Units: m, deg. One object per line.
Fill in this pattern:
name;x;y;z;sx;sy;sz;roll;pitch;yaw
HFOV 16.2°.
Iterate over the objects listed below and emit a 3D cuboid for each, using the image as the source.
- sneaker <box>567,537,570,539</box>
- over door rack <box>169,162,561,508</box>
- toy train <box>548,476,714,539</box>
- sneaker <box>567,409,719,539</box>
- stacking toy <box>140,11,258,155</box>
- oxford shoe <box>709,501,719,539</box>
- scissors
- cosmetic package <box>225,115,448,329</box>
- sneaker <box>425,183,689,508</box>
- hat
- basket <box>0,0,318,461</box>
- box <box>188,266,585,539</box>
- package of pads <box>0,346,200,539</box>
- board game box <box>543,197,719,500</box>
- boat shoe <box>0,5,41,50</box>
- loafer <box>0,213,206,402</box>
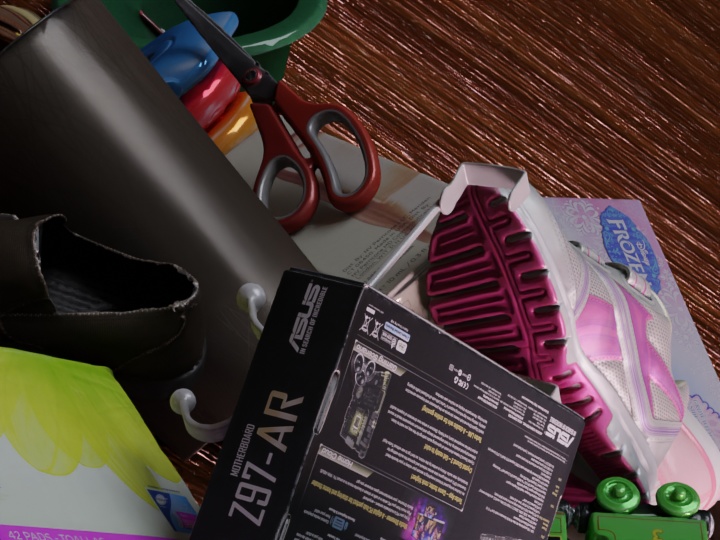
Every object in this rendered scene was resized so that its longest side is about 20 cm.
sneaker;0.056;0.163;1.257;0.066;0.091;0.200;46;19;14
over door rack;0.000;0.057;1.152;0.066;0.200;0.148;27;-36;37
toy train;0.073;0.127;1.222;0.199;0.042;0.057;3;43;-2
sneaker;0.100;0.069;1.355;0.200;0.075;0.105;47;41;10
stacking toy;-0.071;-0.038;1.466;0.200;0.116;0.110;52;22;-15
oxford shoe;0.266;0.209;1.619;0.058;0.075;0.200;-10;41;-20
scissors;-0.045;-0.098;1.356;0.014;0.073;0.200;47;16;-50
cosmetic package;0.000;0.000;1.348;0.200;0.087;0.104;26;-30;49
sneaker;0.102;0.026;1.259;0.088;0.081;0.200;-51;126;-37
hat;-0.098;-0.100;1.644;0.199;0.177;0.166;-1;31;-5
basket;-0.113;-0.016;1.254;0.200;0.136;0.180;48;-12;-2
box;0.012;0.107;1.079;0.043;0.161;0.200;12;-11;36
package of pads;-0.146;0.098;1.034;0.200;0.068;0.155;14;33;-55
board game box;0.105;0.043;1.466;0.199;0.041;0.201;0;52;-28
boat shoe;-0.166;-0.079;1.371;0.200;0.072;0.067;41;15;28
loafer;-0.159;-0.003;1.138;0.199;0.071;0.073;13;46;-12
